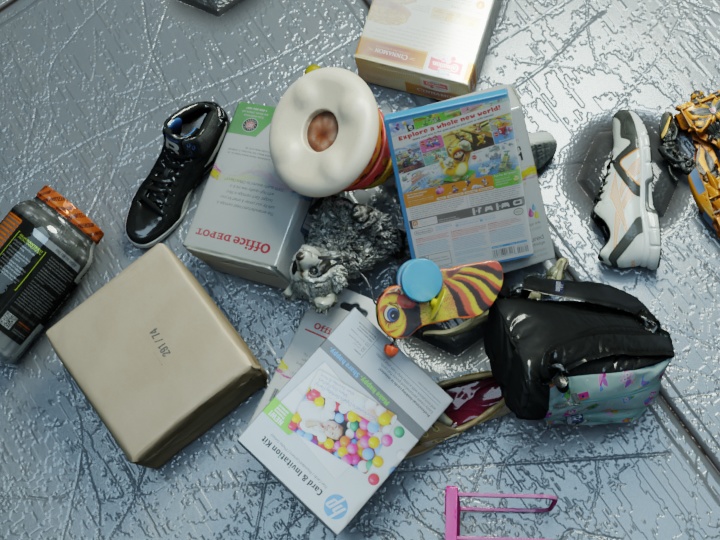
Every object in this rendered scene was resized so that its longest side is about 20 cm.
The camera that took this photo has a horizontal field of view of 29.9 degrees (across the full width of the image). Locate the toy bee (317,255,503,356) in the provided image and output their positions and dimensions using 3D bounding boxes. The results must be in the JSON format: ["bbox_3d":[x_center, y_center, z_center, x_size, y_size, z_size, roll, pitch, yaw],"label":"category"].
[{"bbox_3d":[0.059,0.040,1.497,0.197,0.131,0.111,1,91,17],"label":"toy bee"}]

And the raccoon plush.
[{"bbox_3d":[0.000,0.000,1.580,0.198,0.096,0.136,23,83,-33],"label":"raccoon plush"}]

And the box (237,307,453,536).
[{"bbox_3d":[-0.018,0.168,1.511,0.156,0.041,0.200,42,80,3],"label":"box"}]

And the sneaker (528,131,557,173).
[{"bbox_3d":[0.144,-0.147,1.664,0.197,0.075,0.088,-11,54,-3],"label":"sneaker"}]

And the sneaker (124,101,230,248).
[{"bbox_3d":[-0.240,-0.130,1.681,0.073,0.112,0.201,32,79,16],"label":"sneaker"}]

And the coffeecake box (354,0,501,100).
[{"bbox_3d":[0.094,-0.329,1.721,0.151,0.073,0.203,15,76,11],"label":"coffeecake box"}]

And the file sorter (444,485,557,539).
[{"bbox_3d":[0.154,0.349,1.478,0.123,0.139,0.203,1,73,5],"label":"file sorter"}]

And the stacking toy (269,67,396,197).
[{"bbox_3d":[0.000,-0.144,1.576,0.144,0.199,0.149,-6,79,31],"label":"stacking toy"}]

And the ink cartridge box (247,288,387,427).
[{"bbox_3d":[-0.034,0.128,1.592,0.114,0.068,0.202,22,77,26],"label":"ink cartridge box"}]

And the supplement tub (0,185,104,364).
[{"bbox_3d":[-0.414,0.003,1.657,0.122,0.123,0.201,36,81,15],"label":"supplement tub"}]

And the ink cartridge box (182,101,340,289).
[{"bbox_3d":[-0.111,-0.091,1.651,0.144,0.088,0.202,12,73,29],"label":"ink cartridge box"}]

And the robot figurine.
[{"bbox_3d":[0.447,-0.134,1.628,0.143,0.058,0.202,-21,73,-1],"label":"robot figurine"}]

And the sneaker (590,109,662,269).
[{"bbox_3d":[0.316,-0.099,1.627,0.079,0.074,0.203,-4,73,7],"label":"sneaker"}]

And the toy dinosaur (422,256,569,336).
[{"bbox_3d":[0.165,0.036,1.596,0.198,0.088,0.048,-23,74,-1],"label":"toy dinosaur"}]

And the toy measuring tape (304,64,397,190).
[{"bbox_3d":[-0.004,-0.178,1.706,0.073,0.074,0.201,-40,96,-6],"label":"toy measuring tape"}]

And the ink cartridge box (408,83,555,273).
[{"bbox_3d":[0.136,-0.097,1.585,0.145,0.202,0.086,-16,27,3],"label":"ink cartridge box"}]

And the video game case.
[{"bbox_3d":[0.113,-0.095,1.528,0.141,0.018,0.203,-11,116,3],"label":"video game case"}]

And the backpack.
[{"bbox_3d":[0.249,0.098,1.518,0.197,0.128,0.168,-1,45,-17],"label":"backpack"}]

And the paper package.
[{"bbox_3d":[-0.243,0.106,1.617,0.190,0.104,0.201,-37,74,-5],"label":"paper package"}]

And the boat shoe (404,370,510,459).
[{"bbox_3d":[0.092,0.163,1.577,0.198,0.066,0.075,-25,73,1],"label":"boat shoe"}]
